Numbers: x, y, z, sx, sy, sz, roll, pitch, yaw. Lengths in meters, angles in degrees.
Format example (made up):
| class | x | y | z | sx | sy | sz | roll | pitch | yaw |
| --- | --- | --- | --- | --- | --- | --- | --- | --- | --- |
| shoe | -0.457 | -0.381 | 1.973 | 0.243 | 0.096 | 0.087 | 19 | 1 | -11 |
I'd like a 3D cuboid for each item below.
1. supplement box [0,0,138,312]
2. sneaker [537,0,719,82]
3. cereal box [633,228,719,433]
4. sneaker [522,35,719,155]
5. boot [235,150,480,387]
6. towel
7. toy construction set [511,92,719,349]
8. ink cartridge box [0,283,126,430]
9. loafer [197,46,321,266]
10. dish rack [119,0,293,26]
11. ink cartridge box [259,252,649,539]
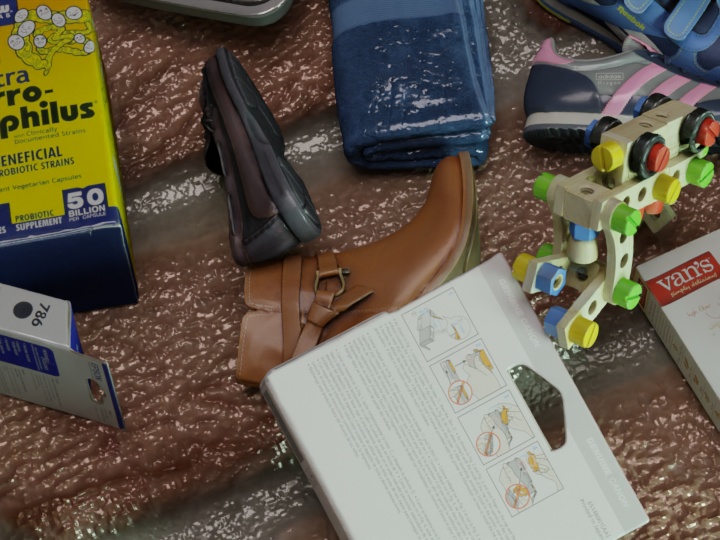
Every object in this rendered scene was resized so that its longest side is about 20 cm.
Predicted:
| class | x | y | z | sx | sy | sz | roll | pitch | yaw |
| --- | --- | --- | --- | --- | --- | --- | --- | --- | --- |
| supplement box | -0.223 | -0.079 | 1.610 | 0.108 | 0.110 | 0.201 | -10 | 60 | -3 |
| sneaker | 0.209 | -0.194 | 1.674 | 0.199 | 0.082 | 0.074 | 28 | 64 | 15 |
| cereal box | 0.289 | 0.054 | 1.554 | 0.143 | 0.040 | 0.200 | -24 | 62 | -13 |
| sneaker | 0.214 | -0.127 | 1.636 | 0.199 | 0.070 | 0.082 | 2 | 74 | 2 |
| boot | 0.000 | 0.000 | 1.580 | 0.154 | 0.074 | 0.201 | 5 | 58 | 10 |
| towel | 0.035 | -0.168 | 1.677 | 0.111 | 0.049 | 0.201 | -5 | 61 | 0 |
| toy construction set | 0.174 | -0.043 | 1.530 | 0.092 | 0.132 | 0.200 | 15 | 28 | 19 |
| ink cartridge box | -0.245 | 0.044 | 1.547 | 0.199 | 0.100 | 0.039 | 16 | 61 | 10 |
| loafer | -0.086 | -0.080 | 1.615 | 0.063 | 0.072 | 0.200 | -33 | 43 | 7 |
| dish rack | -0.095 | -0.264 | 1.736 | 0.171 | 0.044 | 0.201 | 13 | 61 | 21 |
| ink cartridge box | 0.059 | 0.117 | 1.490 | 0.176 | 0.045 | 0.201 | -27 | 83 | -12 |
